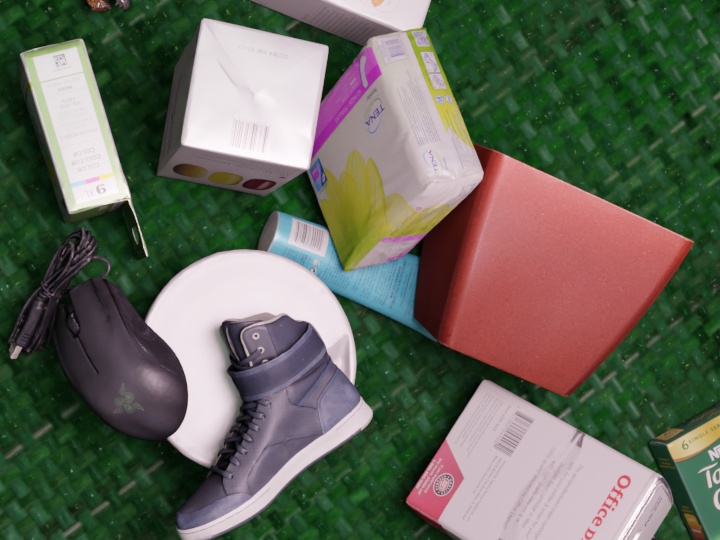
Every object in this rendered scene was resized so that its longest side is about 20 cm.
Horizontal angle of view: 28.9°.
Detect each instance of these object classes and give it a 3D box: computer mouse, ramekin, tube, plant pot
[{"bbox_3d":[-0.230,0.071,1.212,0.200,0.053,0.139,43,110,23],"label":"computer mouse"},{"bbox_3d":[-0.110,0.084,1.289,0.202,0.094,0.203,1,86,-14],"label":"ramekin"},{"bbox_3d":[0.000,0.000,1.349,0.200,0.050,0.078,21,86,-18],"label":"tube"},{"bbox_3d":[0.153,0.001,1.295,0.200,0.200,0.177,24,94,-11],"label":"plant pot"}]

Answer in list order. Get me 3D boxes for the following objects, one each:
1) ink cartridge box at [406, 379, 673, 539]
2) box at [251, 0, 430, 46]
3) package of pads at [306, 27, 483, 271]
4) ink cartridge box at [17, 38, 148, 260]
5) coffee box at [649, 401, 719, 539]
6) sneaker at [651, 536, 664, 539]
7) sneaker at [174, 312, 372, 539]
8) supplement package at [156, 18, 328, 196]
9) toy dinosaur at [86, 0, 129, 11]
[{"bbox_3d":[0.169,0.216,1.306,0.200,0.085,0.146,28,78,32],"label":"ink cartridge box"},{"bbox_3d":[-0.029,-0.303,1.328,0.200,0.097,0.125,20,83,-13],"label":"box"},{"bbox_3d":[0.021,-0.100,1.259,0.068,0.200,0.155,-12,72,-29],"label":"package of pads"},{"bbox_3d":[-0.251,-0.098,1.257,0.059,0.104,0.200,-18,92,-14],"label":"ink cartridge box"},{"bbox_3d":[0.392,0.238,1.436,0.123,0.044,0.200,-25,94,-14],"label":"coffee box"},{"bbox_3d":[0.256,0.262,1.350,0.078,0.140,0.200,-44,98,-12],"label":"sneaker"},{"bbox_3d":[-0.103,0.123,1.193,0.202,0.077,0.146,-38,109,-23],"label":"sneaker"},{"bbox_3d":[-0.110,-0.139,1.245,0.114,0.200,0.110,10,84,-13],"label":"supplement package"},{"bbox_3d":[-0.218,-0.343,1.289,0.135,0.102,0.200,0,109,2],"label":"toy dinosaur"}]
